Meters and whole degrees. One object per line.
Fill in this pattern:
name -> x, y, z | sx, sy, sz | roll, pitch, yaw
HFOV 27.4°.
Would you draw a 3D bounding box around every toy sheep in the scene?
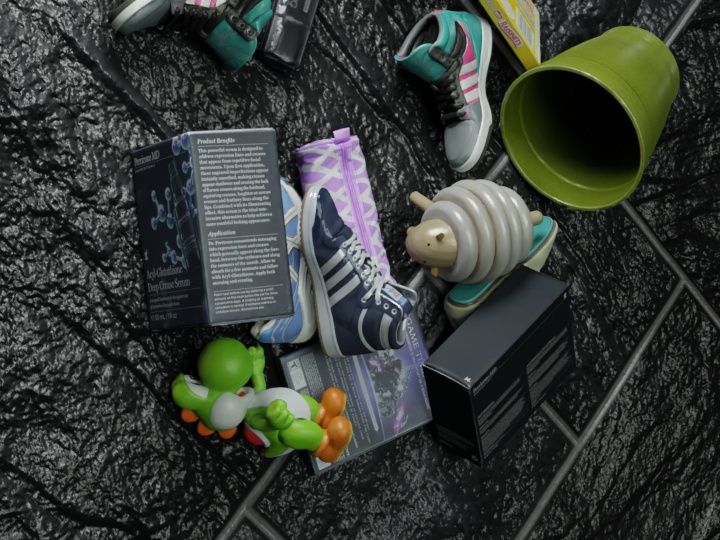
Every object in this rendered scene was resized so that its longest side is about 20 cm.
toy sheep -> 0.139, -0.049, 1.774 | 0.199, 0.137, 0.139 | -19, 96, -30

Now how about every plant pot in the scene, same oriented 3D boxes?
plant pot -> 0.310, -0.212, 1.884 | 0.193, 0.199, 0.201 | -44, 109, -40

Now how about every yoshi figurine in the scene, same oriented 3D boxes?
yoshi figurine -> -0.104, 0.134, 1.621 | 0.198, 0.112, 0.113 | 17, 67, -18

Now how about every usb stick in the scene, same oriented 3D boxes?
usb stick -> -0.071, -0.328, 1.730 | 0.055, 0.033, 0.202 | 21, 75, -22

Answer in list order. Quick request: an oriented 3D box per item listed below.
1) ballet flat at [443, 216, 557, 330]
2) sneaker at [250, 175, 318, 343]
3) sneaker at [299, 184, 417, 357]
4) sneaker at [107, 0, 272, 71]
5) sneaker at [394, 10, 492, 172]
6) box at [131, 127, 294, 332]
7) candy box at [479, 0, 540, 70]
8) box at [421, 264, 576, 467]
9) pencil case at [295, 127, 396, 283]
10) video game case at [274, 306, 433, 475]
ballet flat -> 0.178, 0.008, 1.847 | 0.200, 0.069, 0.070 | -38, 105, -27
sneaker -> -0.098, -0.014, 1.657 | 0.076, 0.075, 0.202 | -13, 91, -37
sneaker -> 0.000, 0.000, 1.632 | 0.070, 0.107, 0.202 | -47, 132, -60
sneaker -> -0.173, -0.272, 1.634 | 0.199, 0.083, 0.122 | -32, 93, -32
sneaker -> 0.098, -0.227, 1.787 | 0.120, 0.083, 0.202 | 14, 71, -36
box -> -0.159, -0.041, 1.579 | 0.106, 0.148, 0.202 | -5, 88, -33
candy box -> 0.169, -0.350, 1.833 | 0.200, 0.026, 0.103 | 48, 32, -38
box -> 0.171, 0.113, 1.782 | 0.200, 0.078, 0.142 | -42, 141, -30
pencil case -> -0.017, -0.058, 1.709 | 0.083, 0.085, 0.202 | -18, 94, -19
video game case -> 0.003, 0.137, 1.743 | 0.199, 0.019, 0.144 | -21, 97, -33
